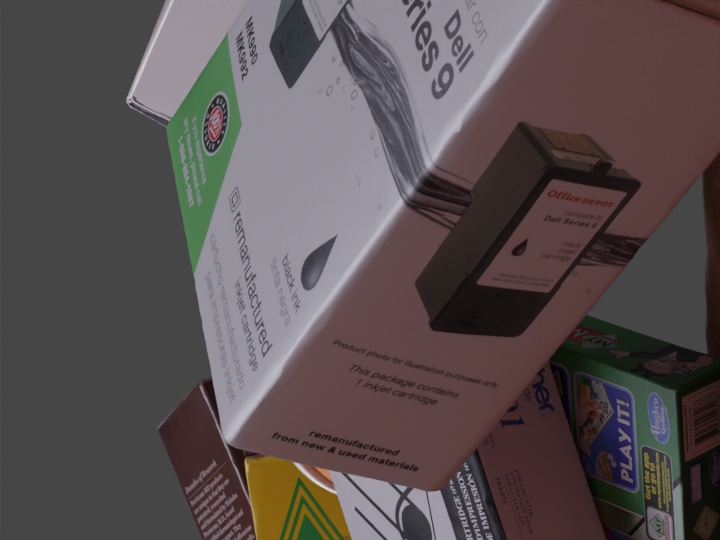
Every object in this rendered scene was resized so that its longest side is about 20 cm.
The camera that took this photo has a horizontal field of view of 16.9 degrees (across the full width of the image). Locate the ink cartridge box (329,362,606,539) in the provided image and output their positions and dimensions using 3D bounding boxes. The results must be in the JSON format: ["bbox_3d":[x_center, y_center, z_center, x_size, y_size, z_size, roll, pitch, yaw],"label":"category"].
[{"bbox_3d":[0.047,0.115,0.839,0.094,0.044,0.202,-16,93,56],"label":"ink cartridge box"}]

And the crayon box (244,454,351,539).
[{"bbox_3d":[0.004,0.169,1.231,0.200,0.058,0.174,2,-101,-79],"label":"crayon box"}]

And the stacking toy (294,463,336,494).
[{"bbox_3d":[0.062,0.072,0.966,0.200,0.145,0.147,-133,32,-51],"label":"stacking toy"}]

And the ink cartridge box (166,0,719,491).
[{"bbox_3d":[0.028,-0.056,0.730,0.200,0.083,0.147,-54,35,35],"label":"ink cartridge box"}]

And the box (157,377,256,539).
[{"bbox_3d":[-0.030,0.156,1.397,0.075,0.100,0.201,-42,65,50],"label":"box"}]

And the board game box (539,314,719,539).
[{"bbox_3d":[0.078,0.112,0.861,0.134,0.029,0.202,19,121,48],"label":"board game box"}]

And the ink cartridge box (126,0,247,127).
[{"bbox_3d":[-0.036,-0.169,1.194,0.201,0.084,0.146,-78,13,-52],"label":"ink cartridge box"}]
